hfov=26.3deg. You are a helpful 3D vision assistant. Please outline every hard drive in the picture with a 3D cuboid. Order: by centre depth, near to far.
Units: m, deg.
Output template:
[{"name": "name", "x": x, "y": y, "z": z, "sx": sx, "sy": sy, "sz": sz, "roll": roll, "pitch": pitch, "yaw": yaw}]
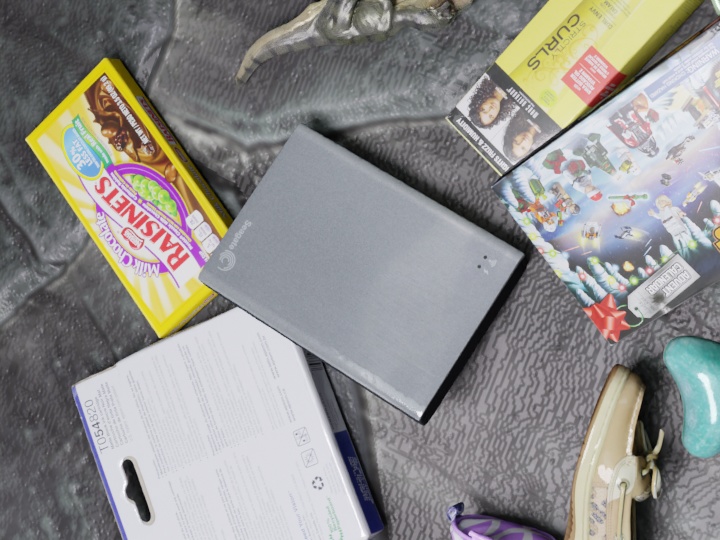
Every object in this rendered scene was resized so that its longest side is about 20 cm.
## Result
[{"name": "hard drive", "x": 0.000, "y": 0.000, "z": 1.114, "sx": 0.199, "sy": 0.033, "sz": 0.140, "roll": 31, "pitch": 82, "yaw": 18}]

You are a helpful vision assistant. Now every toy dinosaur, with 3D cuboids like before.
[{"name": "toy dinosaur", "x": -0.019, "y": -0.200, "z": 1.132, "sx": 0.198, "sy": 0.047, "sz": 0.089, "roll": -12, "pitch": 94, "yaw": 25}]

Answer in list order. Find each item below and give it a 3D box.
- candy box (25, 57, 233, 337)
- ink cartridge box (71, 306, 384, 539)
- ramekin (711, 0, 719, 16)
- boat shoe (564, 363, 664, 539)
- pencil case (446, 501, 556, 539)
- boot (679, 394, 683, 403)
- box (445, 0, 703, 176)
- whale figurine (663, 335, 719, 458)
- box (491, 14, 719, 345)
[{"name": "candy box", "x": -0.173, "y": -0.057, "z": 1.208, "sx": 0.102, "sy": 0.026, "sz": 0.201, "roll": -41, "pitch": 77, "yaw": 21}, {"name": "ink cartridge box", "x": -0.104, "y": 0.141, "z": 1.177, "sx": 0.199, "sy": 0.041, "sz": 0.201, "roll": -23, "pitch": 82, "yaw": 20}, {"name": "ramekin", "x": 0.316, "y": -0.211, "z": 0.937, "sx": 0.199, "sy": 0.098, "sz": 0.202, "roll": 15, "pitch": 119, "yaw": 29}, {"name": "boat shoe", "x": 0.177, "y": 0.163, "z": 1.056, "sx": 0.062, "sy": 0.073, "sz": 0.202, "roll": 11, "pitch": 107, "yaw": 15}, {"name": "pencil case", "x": 0.086, "y": 0.271, "z": 1.084, "sx": 0.083, "sy": 0.085, "sz": 0.202, "roll": 10, "pitch": 97, "yaw": 20}, {"name": "boot", "x": 0.309, "y": 0.017, "z": 0.985, "sx": 0.209, "sy": 0.079, "sz": 0.159, "roll": -1, "pitch": 98, "yaw": 11}, {"name": "box", "x": 0.154, "y": -0.153, "z": 1.059, "sx": 0.200, "sy": 0.050, "sz": 0.075, "roll": -47, "pitch": 76, "yaw": 17}, {"name": "whale figurine", "x": 0.282, "y": 0.060, "z": 0.901, "sx": 0.198, "sy": 0.104, "sz": 0.161, "roll": -11, "pitch": 97, "yaw": 10}, {"name": "box", "x": 0.200, "y": -0.057, "z": 0.989, "sx": 0.200, "sy": 0.040, "sz": 0.137, "roll": -37, "pitch": 94, "yaw": 35}]
